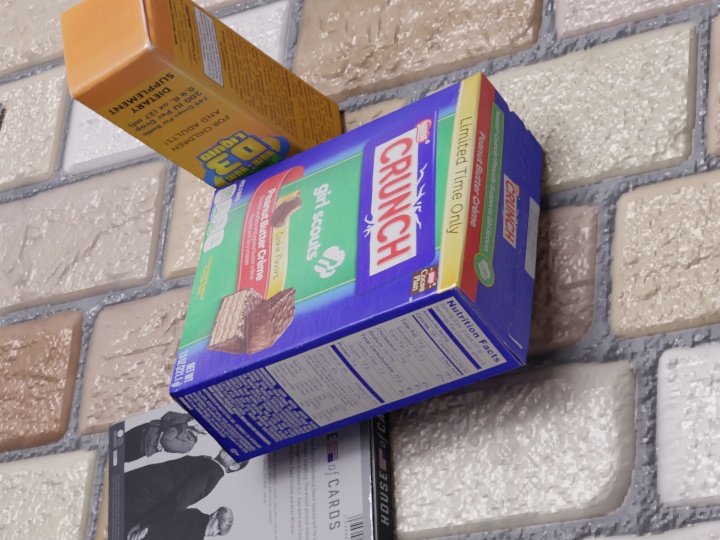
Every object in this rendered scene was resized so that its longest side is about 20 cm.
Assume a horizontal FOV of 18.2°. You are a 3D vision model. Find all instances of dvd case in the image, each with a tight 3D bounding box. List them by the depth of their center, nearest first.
[{"bbox_3d":[-0.069,0.135,1.332,0.200,0.025,0.151,-20,56,29],"label":"dvd case"}]

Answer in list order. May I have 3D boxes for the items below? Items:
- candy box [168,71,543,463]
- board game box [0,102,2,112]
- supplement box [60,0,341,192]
[{"bbox_3d":[0.000,0.000,1.285,0.200,0.077,0.169,-21,40,28],"label":"candy box"},{"bbox_3d":[-0.365,-0.030,1.647,0.199,0.043,0.200,-5,65,39],"label":"board game box"},{"bbox_3d":[-0.090,-0.101,1.350,0.066,0.200,0.069,-29,56,25],"label":"supplement box"}]
